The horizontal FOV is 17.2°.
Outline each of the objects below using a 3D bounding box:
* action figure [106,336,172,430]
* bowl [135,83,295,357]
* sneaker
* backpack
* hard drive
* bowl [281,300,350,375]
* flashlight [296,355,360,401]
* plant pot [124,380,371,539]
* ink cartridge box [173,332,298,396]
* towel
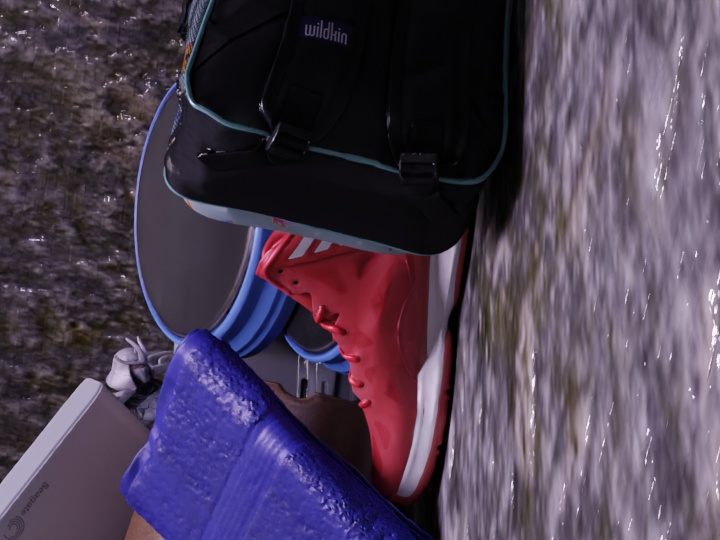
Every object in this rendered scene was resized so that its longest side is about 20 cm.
[{"bbox_3d":[-0.134,0.139,1.675,0.130,0.069,0.200,-31,-69,-46],"label":"action figure"},{"bbox_3d":[-0.096,-0.042,1.595,0.201,0.039,0.201,-10,78,59],"label":"bowl"},{"bbox_3d":[-0.006,0.033,1.357,0.078,0.115,0.200,-115,31,-79],"label":"sneaker"},{"bbox_3d":[-0.010,-0.115,1.253,0.153,0.176,0.200,117,163,-64],"label":"backpack"},{"bbox_3d":[-0.158,0.183,1.596,0.027,0.200,0.132,17,65,51],"label":"hard drive"},{"bbox_3d":[-0.008,-0.034,1.522,0.201,0.039,0.201,-174,90,-66],"label":"bowl"},{"bbox_3d":[0.000,0.000,1.637,0.068,0.068,0.200,7,96,51],"label":"flashlight"},{"bbox_3d":[-0.065,0.174,1.535,0.200,0.200,0.198,142,141,-83],"label":"plant pot"},{"bbox_3d":[-0.055,-0.006,1.738,0.146,0.083,0.200,36,-132,-47],"label":"ink cartridge box"},{"bbox_3d":[-0.049,0.143,1.393,0.200,0.050,0.148,45,134,22],"label":"towel"}]
